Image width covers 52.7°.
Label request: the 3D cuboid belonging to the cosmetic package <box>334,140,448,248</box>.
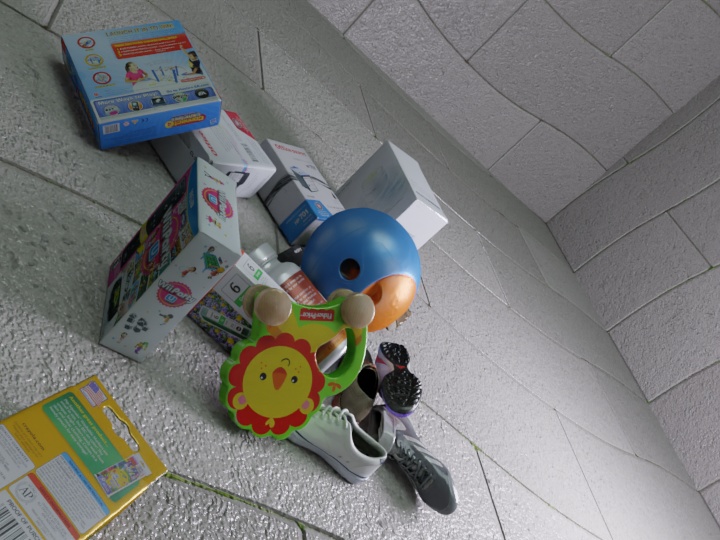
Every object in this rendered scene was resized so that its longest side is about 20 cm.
[{"bbox_3d":[0.056,-0.135,1.608,0.122,0.199,0.202,27,30,-42],"label":"cosmetic package"}]

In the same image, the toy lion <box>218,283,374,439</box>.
[{"bbox_3d":[-0.085,0.120,0.949,0.196,0.196,0.068,3,3,-29],"label":"toy lion"}]

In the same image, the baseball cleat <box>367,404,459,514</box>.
[{"bbox_3d":[0.071,0.296,1.135,0.105,0.070,0.201,11,33,-48],"label":"baseball cleat"}]

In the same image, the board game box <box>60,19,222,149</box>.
[{"bbox_3d":[-0.349,-0.301,1.158,0.197,0.056,0.198,-17,62,-26],"label":"board game box"}]

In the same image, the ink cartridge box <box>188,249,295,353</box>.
[{"bbox_3d":[-0.193,0.023,0.998,0.200,0.109,0.051,44,22,-11],"label":"ink cartridge box"}]

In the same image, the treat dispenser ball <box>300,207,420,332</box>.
[{"bbox_3d":[0.000,0.000,1.189,0.200,0.200,0.202,39,23,-21],"label":"treat dispenser ball"}]

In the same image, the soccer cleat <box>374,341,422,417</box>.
[{"bbox_3d":[0.056,0.191,1.181,0.067,0.075,0.201,11,21,-9],"label":"soccer cleat"}]

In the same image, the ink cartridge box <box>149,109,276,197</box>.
[{"bbox_3d":[-0.262,-0.211,1.281,0.147,0.083,0.199,54,22,13],"label":"ink cartridge box"}]

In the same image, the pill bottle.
[{"bbox_3d":[-0.107,0.063,1.092,0.201,0.112,0.112,50,22,1],"label":"pill bottle"}]

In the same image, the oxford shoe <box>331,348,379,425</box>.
[{"bbox_3d":[0.006,0.175,1.176,0.070,0.075,0.201,39,23,-15],"label":"oxford shoe"}]

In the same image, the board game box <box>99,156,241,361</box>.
[{"bbox_3d":[-0.227,-0.013,0.869,0.064,0.200,0.149,32,27,-33],"label":"board game box"}]

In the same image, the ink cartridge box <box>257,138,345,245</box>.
[{"bbox_3d":[-0.125,-0.151,1.445,0.202,0.086,0.146,57,23,15],"label":"ink cartridge box"}]

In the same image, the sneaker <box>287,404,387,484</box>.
[{"bbox_3d":[-0.045,0.216,1.017,0.199,0.071,0.073,40,23,-20],"label":"sneaker"}]

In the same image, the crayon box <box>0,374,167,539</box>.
[{"bbox_3d":[-0.277,0.187,0.648,0.126,0.051,0.200,51,23,3],"label":"crayon box"}]

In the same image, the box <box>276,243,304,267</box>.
[{"bbox_3d":[-0.081,0.051,1.266,0.201,0.036,0.143,49,22,1],"label":"box"}]

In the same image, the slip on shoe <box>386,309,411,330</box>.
[{"bbox_3d":[0.049,0.026,1.404,0.076,0.060,0.203,-122,-170,-60],"label":"slip on shoe"}]
